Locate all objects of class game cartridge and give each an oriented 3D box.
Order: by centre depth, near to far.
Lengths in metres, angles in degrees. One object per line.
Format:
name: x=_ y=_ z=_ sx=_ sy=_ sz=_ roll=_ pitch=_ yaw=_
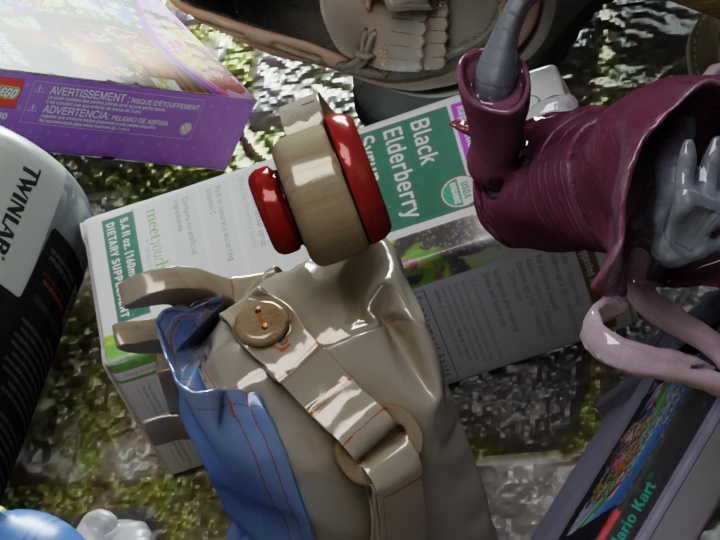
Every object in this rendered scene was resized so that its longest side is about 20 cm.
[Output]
game cartridge: x=0.088 y=0.085 z=0.988 sx=0.038 sy=0.130 sz=0.200 roll=34 pitch=63 yaw=0

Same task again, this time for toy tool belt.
toy tool belt: x=-0.032 y=0.047 z=1.009 sx=0.122 sy=0.201 sz=0.125 roll=-20 pitch=38 yaw=-1

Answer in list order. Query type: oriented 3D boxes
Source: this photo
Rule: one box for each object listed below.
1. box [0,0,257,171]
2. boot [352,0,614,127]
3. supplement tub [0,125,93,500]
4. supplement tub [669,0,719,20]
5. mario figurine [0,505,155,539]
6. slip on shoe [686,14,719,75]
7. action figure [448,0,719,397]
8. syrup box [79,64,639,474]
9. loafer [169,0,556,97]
box: x=-0.152 y=-0.115 z=1.236 sx=0.200 sy=0.136 sz=0.039 roll=46 pitch=120 yaw=40
boot: x=0.066 y=-0.151 z=1.182 sx=0.200 sy=0.132 sz=0.070 roll=-36 pitch=50 yaw=-12
supplement tub: x=-0.187 y=0.045 z=1.107 sx=0.122 sy=0.123 sz=0.201 roll=5 pitch=60 yaw=23
supplement tub: x=0.129 y=-0.173 z=1.069 sx=0.144 sy=0.199 sz=0.145 roll=-39 pitch=42 yaw=47
mario figurine: x=-0.123 y=0.088 z=0.974 sx=0.199 sy=0.124 sz=0.106 roll=19 pitch=50 yaw=9
slip on shoe: x=0.191 y=-0.055 z=1.105 sx=0.076 sy=0.061 sz=0.200 roll=-28 pitch=48 yaw=-5
action figure: x=0.095 y=-0.025 z=0.986 sx=0.200 sy=0.133 sz=0.150 roll=1 pitch=73 yaw=59
syrup box: x=0.000 y=0.000 z=1.114 sx=0.199 sy=0.082 sz=0.079 roll=-19 pitch=49 yaw=5
loafer: x=-0.005 y=-0.108 z=1.144 sx=0.200 sy=0.063 sz=0.072 roll=8 pitch=95 yaw=53
